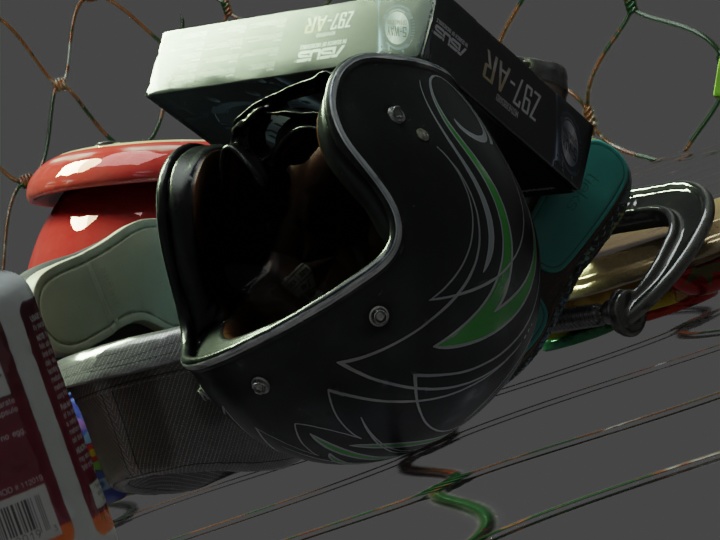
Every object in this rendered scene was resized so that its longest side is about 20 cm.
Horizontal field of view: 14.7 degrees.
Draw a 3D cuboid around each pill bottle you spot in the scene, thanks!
[{"bbox_3d":[-0.208,0.068,1.435,0.114,0.201,0.114,-19,2,1],"label":"pill bottle"}]

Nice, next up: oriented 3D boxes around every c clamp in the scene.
[{"bbox_3d":[0.115,0.016,1.639,0.200,0.027,0.171,-15,34,41],"label":"c clamp"}]

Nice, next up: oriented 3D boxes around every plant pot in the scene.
[{"bbox_3d":[-0.129,0.011,1.865,0.200,0.183,0.200,-3,-5,0],"label":"plant pot"}]

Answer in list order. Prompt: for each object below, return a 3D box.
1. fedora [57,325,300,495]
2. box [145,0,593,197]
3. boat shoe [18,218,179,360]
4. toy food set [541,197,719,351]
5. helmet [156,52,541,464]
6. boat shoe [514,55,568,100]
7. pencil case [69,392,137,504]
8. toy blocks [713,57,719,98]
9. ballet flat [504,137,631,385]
[{"bbox_3d":[-0.083,0.075,1.584,0.176,0.091,0.200,-16,-3,31],"label":"fedora"},{"bbox_3d":[0.006,-0.090,1.571,0.200,0.044,0.160,-4,-28,38],"label":"box"},{"bbox_3d":[-0.156,0.016,1.648,0.063,0.073,0.200,-17,0,30],"label":"boat shoe"},{"bbox_3d":[0.199,-0.007,1.726,0.198,0.049,0.200,-18,4,33],"label":"toy food set"},{"bbox_3d":[-0.002,0.004,1.431,0.199,0.191,0.200,-12,-15,-3],"label":"helmet"},{"bbox_3d":[0.029,-0.106,1.668,0.200,0.066,0.072,9,-29,20],"label":"boat shoe"},{"bbox_3d":[-0.205,0.120,1.647,0.078,0.087,0.200,9,22,42],"label":"pencil case"},{"bbox_3d":[0.331,-0.084,1.745,0.199,0.100,0.137,6,-10,20],"label":"toy blocks"},{"bbox_3d":[0.085,0.009,1.598,0.200,0.074,0.074,-47,13,-22],"label":"ballet flat"}]
